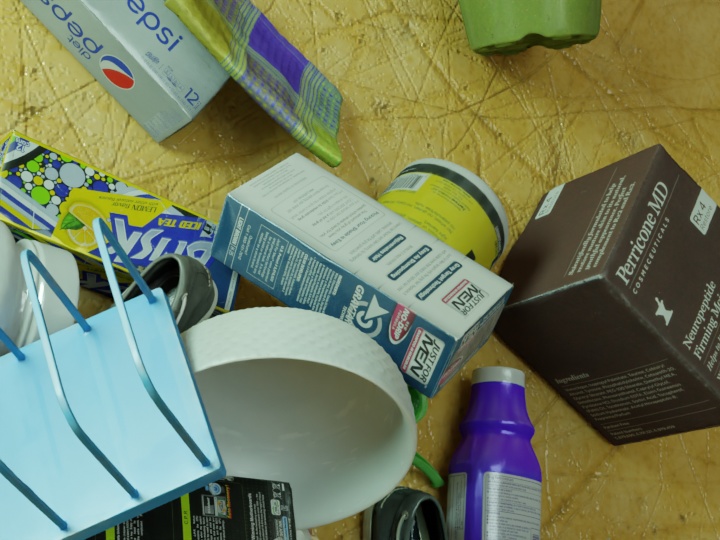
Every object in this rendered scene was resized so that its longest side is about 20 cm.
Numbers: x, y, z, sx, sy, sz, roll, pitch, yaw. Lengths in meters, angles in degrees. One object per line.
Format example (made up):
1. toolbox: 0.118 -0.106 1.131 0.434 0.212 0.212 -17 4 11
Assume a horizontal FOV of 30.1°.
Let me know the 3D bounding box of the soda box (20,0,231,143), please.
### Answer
1. soda box: -0.193 -0.198 1.034 0.200 0.063 0.068 46 55 -16

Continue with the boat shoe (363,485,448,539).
1. boat shoe: 0.044 0.273 1.070 0.072 0.062 0.202 3 76 -38

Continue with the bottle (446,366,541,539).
1. bottle: 0.114 0.184 1.143 0.083 0.065 0.202 17 67 -36

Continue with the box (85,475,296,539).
1. box: -0.127 0.222 0.838 0.192 0.048 0.201 9 54 -25

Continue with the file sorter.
1. file sorter: -0.204 0.079 0.781 0.199 0.123 0.139 -24 57 -2

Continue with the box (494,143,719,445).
1. box: 0.252 0.029 1.224 0.200 0.164 0.166 42 57 -18

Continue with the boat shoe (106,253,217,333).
1. boat shoe: -0.179 0.067 0.929 0.067 0.057 0.200 37 83 21

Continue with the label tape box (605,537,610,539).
1. label tape box: 0.112 0.300 1.048 0.199 0.063 0.145 -21 116 -40

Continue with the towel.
1. towel: -0.082 -0.177 1.086 0.200 0.023 0.144 46 20 -18

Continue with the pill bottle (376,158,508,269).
1. pill bottle: 0.030 0.010 1.103 0.114 0.114 0.200 49 55 -14

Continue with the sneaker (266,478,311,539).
1. sneaker: -0.057 0.259 0.998 0.087 0.074 0.201 -31 91 -37

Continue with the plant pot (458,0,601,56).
1. plant pot: 0.154 -0.303 1.253 0.199 0.199 0.192 -9 95 -37

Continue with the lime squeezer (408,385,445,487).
1. lime squeezer: 0.050 0.118 1.066 0.070 0.201 0.038 -3 42 -11

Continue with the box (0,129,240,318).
1. box: -0.185 -0.025 0.990 0.199 0.064 0.071 24 64 -28

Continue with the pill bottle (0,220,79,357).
1. pill bottle: -0.294 0.009 0.872 0.199 0.114 0.115 16 68 -32

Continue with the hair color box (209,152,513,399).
1. hair color box: 0.000 0.000 0.979 0.199 0.061 0.100 32 36 16

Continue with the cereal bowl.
1. cereal bowl: -0.062 0.094 0.931 0.199 0.200 0.084 24 37 -28
